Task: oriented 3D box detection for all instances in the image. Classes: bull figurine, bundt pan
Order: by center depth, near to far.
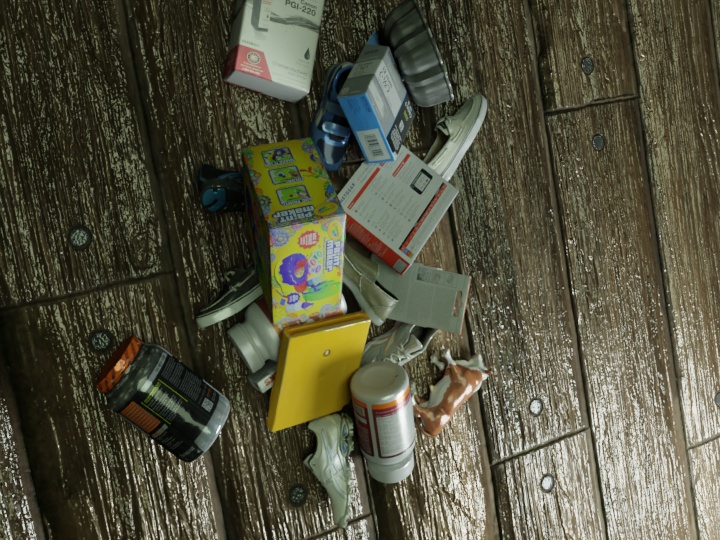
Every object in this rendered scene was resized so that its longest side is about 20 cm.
[{"bbox_3d":[0.100,-0.391,1.295,0.074,0.202,0.206,-23,102,7],"label":"bundt pan"},{"bbox_3d":[0.173,0.229,1.397,0.121,0.065,0.201,44,71,-14],"label":"bull figurine"}]

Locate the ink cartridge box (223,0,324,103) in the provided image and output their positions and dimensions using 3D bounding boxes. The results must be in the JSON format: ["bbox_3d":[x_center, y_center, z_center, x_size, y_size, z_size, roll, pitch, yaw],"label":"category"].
[{"bbox_3d":[-0.147,-0.418,1.231,0.142,0.084,0.207,11,84,-24],"label":"ink cartridge box"}]

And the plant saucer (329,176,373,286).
[{"bbox_3d":[-0.040,-0.072,1.310,0.195,0.036,0.208,0,91,-25],"label":"plant saucer"}]

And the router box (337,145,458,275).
[{"bbox_3d":[0.062,-0.125,1.293,0.178,0.049,0.201,38,60,-1],"label":"router box"}]

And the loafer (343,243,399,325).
[{"bbox_3d":[0.000,0.000,1.257,0.069,0.075,0.202,-33,106,10],"label":"loafer"}]

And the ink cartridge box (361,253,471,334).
[{"bbox_3d":[0.105,0.043,1.299,0.194,0.050,0.113,12,92,21],"label":"ink cartridge box"}]

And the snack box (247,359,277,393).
[{"bbox_3d":[-0.109,0.146,1.261,0.198,0.071,0.025,-35,104,-20],"label":"snack box"}]

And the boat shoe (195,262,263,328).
[{"bbox_3d":[-0.208,0.025,1.220,0.198,0.070,0.065,-36,105,-28],"label":"boat shoe"}]

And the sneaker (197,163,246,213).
[{"bbox_3d":[-0.188,-0.134,1.217,0.196,0.083,0.074,15,126,-38],"label":"sneaker"}]

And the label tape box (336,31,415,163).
[{"bbox_3d":[0.042,-0.315,1.267,0.145,0.064,0.203,60,42,-39],"label":"label tape box"}]

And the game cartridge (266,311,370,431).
[{"bbox_3d":[-0.075,0.176,1.236,0.173,0.032,0.205,-10,127,-37],"label":"game cartridge"}]

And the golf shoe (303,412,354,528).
[{"bbox_3d":[-0.059,0.367,1.299,0.094,0.078,0.207,-1,86,-6],"label":"golf shoe"}]

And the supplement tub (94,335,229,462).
[{"bbox_3d":[-0.319,0.204,1.139,0.200,0.122,0.124,43,75,-19],"label":"supplement tub"}]

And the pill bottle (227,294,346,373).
[{"bbox_3d":[-0.128,0.084,1.226,0.198,0.112,0.114,-35,104,-15],"label":"pill bottle"}]

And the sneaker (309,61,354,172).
[{"bbox_3d":[-0.042,-0.283,1.282,0.072,0.082,0.207,9,89,-25],"label":"sneaker"}]

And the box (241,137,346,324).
[{"bbox_3d":[-0.108,-0.064,1.120,0.118,0.195,0.204,-11,137,-16],"label":"box"}]

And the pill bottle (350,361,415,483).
[{"bbox_3d":[0.045,0.278,1.288,0.107,0.109,0.205,-21,120,-22],"label":"pill bottle"}]

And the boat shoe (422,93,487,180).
[{"bbox_3d":[0.180,-0.271,1.393,0.069,0.071,0.203,32,84,-23],"label":"boat shoe"}]

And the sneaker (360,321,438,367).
[{"bbox_3d":[0.070,0.148,1.332,0.200,0.091,0.076,-47,109,-16],"label":"sneaker"}]
